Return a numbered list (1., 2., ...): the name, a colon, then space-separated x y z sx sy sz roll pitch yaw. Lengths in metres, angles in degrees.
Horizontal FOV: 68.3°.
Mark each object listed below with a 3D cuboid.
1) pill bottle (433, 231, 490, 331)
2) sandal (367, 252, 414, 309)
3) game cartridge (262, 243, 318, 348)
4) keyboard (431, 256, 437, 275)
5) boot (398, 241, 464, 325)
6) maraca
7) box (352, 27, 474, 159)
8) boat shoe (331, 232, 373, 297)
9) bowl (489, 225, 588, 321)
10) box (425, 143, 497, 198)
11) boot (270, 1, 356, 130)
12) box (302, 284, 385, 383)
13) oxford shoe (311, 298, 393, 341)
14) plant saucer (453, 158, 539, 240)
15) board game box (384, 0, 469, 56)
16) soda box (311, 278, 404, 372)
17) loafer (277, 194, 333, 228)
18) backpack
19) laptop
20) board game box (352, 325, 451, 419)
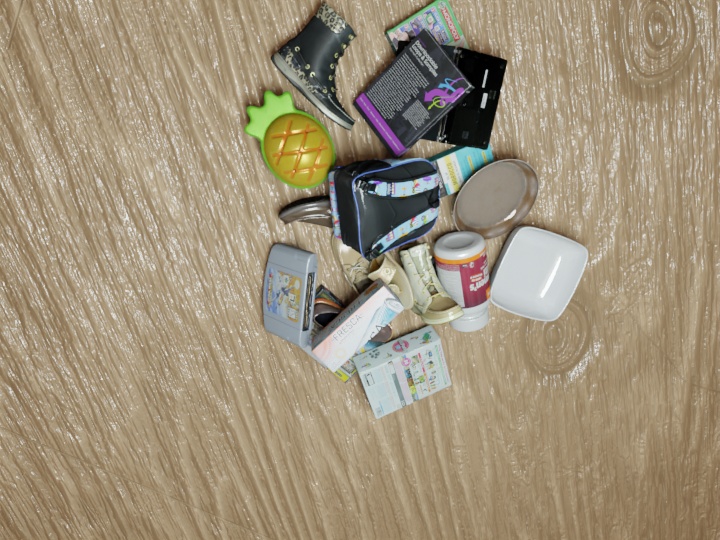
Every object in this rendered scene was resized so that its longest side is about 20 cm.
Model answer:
1. pill bottle: 0.225 0.026 1.153 0.109 0.110 0.201 -15 117 -3
2. sandal: 0.037 -0.007 1.119 0.069 0.078 0.213 -16 81 -40
3. game cartridge: -0.153 0.050 1.123 0.041 0.133 0.201 -9 109 -53
4. keyboard: 0.192 0.026 1.221 0.199 0.021 0.128 -24 109 1
5. boot: 0.140 0.022 1.105 0.072 0.200 0.156 -18 102 -13
6. maraca: -0.135 -0.253 1.036 0.137 0.107 0.200 -41 109 -2
7. box: 0.098 -0.335 1.020 0.200 0.036 0.143 -39 83 29
8. boat shoe: 0.000 0.000 1.160 0.071 0.065 0.201 -28 110 1
9. bowl: 0.394 0.003 1.215 0.199 0.075 0.201 17 104 -13
10. box: 0.183 -0.208 1.128 0.199 0.049 0.083 -24 109 -1
11. boot: -0.052 -0.388 1.019 0.203 0.074 0.154 42 100 -11
12. box: -0.061 0.147 1.212 0.200 0.038 0.137 42 97 -18
13. oxford shoe: -0.019 0.122 1.152 0.199 0.073 0.072 16 104 -13
14. plant saucer: 0.287 -0.155 1.140 0.199 0.032 0.201 -10 132 -12
15. board game box: 0.154 -0.420 1.067 0.134 0.029 0.201 -31 109 1
16. soda box: -0.008 0.111 1.078 0.200 0.064 0.068 -43 105 7
17. loafer: -0.071 -0.118 1.106 0.199 0.073 0.071 -11 108 -4
18. backpack: 0.054 -0.137 1.041 0.199 0.134 0.184 -22 120 -25
19. laptop: 0.169 -0.348 1.060 0.199 0.103 0.178 0 109 -29
20. board game box: 0.099 0.235 1.228 0.199 0.064 0.148 -21 121 -6
